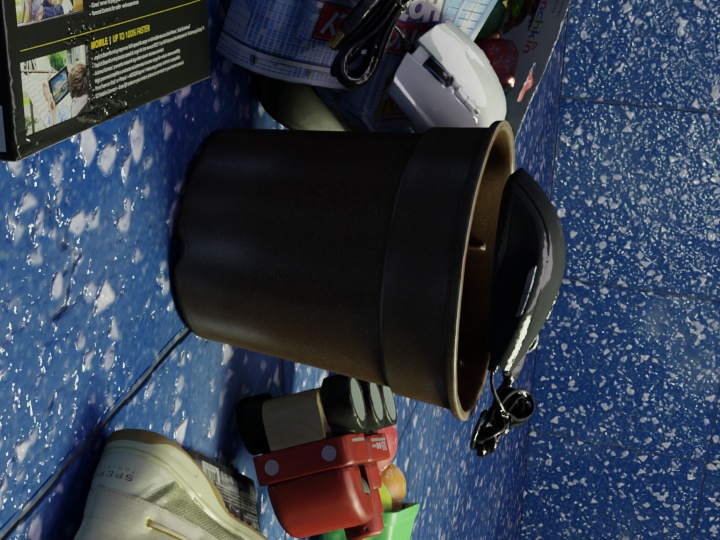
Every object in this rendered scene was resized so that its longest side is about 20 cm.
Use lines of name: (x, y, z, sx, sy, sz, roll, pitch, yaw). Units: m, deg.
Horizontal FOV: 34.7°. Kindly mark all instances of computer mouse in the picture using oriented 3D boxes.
computer mouse: (0.058, -0.134, 0.798, 0.110, 0.044, 0.200, -51, 143, 0)
computer mouse: (0.122, 0.030, 0.826, 0.140, 0.046, 0.201, -5, 103, -74)

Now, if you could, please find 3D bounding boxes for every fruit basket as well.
fruit basket: (0.098, -0.184, 1.012, 0.186, 0.093, 0.200, -69, -156, 10)
fruit basket: (0.003, 0.213, 1.223, 0.185, 0.093, 0.201, 24, 59, -75)

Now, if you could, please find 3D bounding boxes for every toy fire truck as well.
toy fire truck: (-0.030, 0.197, 0.945, 0.176, 0.128, 0.201, 27, 48, -75)

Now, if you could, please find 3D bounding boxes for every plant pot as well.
plant pot: (-0.008, -0.013, 0.790, 0.200, 0.198, 0.201, 8, 90, -75)

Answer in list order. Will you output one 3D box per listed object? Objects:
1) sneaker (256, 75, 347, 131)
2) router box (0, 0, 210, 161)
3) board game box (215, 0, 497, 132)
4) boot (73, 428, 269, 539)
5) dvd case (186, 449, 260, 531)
sneaker: (-0.021, -0.148, 0.931, 0.201, 0.108, 0.067, 0, 113, -39)
router box: (-0.131, -0.147, 0.533, 0.200, 0.051, 0.150, -49, 142, -65)
board game box: (0.008, -0.175, 0.800, 0.200, 0.062, 0.200, -1, 120, -43)
boot: (-0.114, 0.213, 0.683, 0.200, 0.072, 0.155, 56, 39, -32)
dvd case: (-0.092, 0.241, 0.835, 0.149, 0.016, 0.201, 58, 20, -68)
